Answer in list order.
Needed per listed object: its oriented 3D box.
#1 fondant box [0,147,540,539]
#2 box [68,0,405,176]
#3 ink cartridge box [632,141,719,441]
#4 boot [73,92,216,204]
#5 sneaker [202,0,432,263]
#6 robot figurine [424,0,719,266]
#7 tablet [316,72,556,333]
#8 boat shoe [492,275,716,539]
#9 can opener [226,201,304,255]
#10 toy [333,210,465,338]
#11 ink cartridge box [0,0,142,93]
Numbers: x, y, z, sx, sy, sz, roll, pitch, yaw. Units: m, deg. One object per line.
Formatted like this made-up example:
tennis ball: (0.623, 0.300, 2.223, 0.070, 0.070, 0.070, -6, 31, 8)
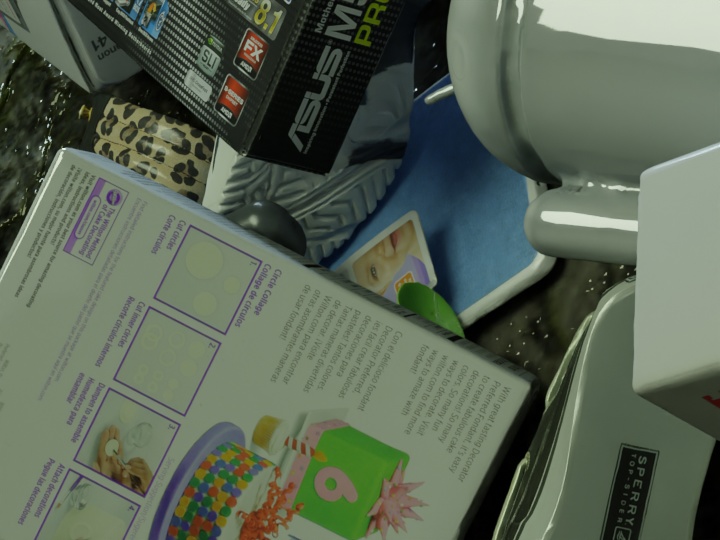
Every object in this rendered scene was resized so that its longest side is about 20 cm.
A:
fondant box: (-0.052, 0.061, 1.034, 0.144, 0.200, 0.058, -63, -8, 3)
box: (-0.046, -0.152, 1.107, 0.200, 0.044, 0.160, 43, 114, 48)
ink cartridge box: (0.202, 0.003, 0.819, 0.200, 0.145, 0.084, -21, 52, 40)
boot: (-0.139, -0.005, 1.274, 0.200, 0.073, 0.151, 15, 77, 58)
sneaker: (-0.032, -0.103, 1.178, 0.130, 0.079, 0.199, 50, 130, 55)
robot figurine: (0.114, -0.079, 0.981, 0.200, 0.113, 0.170, 13, 72, 34)
tablet: (0.000, 0.000, 1.164, 0.200, 0.014, 0.130, -36, 43, 29)
boat shoe: (0.083, 0.098, 0.967, 0.064, 0.071, 0.200, 176, 114, -85)
can opener: (-0.119, 0.019, 1.131, 0.200, 0.067, 0.053, -25, 39, 27)
toy: (-0.042, 0.070, 1.120, 0.200, 0.047, 0.115, -38, 50, 27)
ink cartridge box: (-0.124, -0.182, 1.329, 0.148, 0.086, 0.200, -33, 32, -15)
